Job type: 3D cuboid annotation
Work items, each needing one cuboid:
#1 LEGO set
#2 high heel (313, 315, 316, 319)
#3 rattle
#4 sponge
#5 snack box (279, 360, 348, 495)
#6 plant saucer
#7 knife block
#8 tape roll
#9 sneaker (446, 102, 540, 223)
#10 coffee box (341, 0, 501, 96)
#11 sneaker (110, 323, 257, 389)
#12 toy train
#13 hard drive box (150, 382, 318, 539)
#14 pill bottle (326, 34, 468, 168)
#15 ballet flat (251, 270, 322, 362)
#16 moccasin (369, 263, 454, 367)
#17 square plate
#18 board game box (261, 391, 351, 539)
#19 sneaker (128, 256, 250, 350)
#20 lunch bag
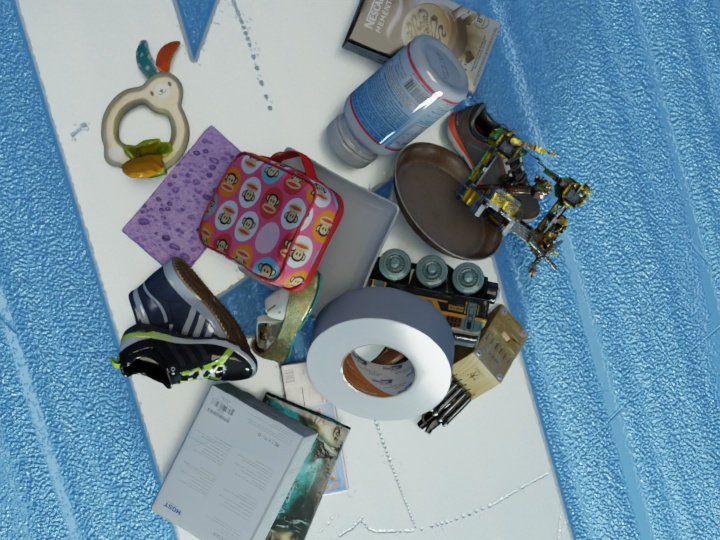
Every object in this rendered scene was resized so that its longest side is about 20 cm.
[{"bbox_3d":[0.237,-0.100,1.682,0.200,0.116,0.154,41,96,-22],"label":"LEGO set"},{"bbox_3d":[0.000,0.000,1.733,0.096,0.067,0.200,38,91,2],"label":"high heel"},{"bbox_3d":[-0.297,-0.231,1.656,0.130,0.143,0.200,21,94,10],"label":"rattle"},{"bbox_3d":[-0.238,-0.098,1.719,0.112,0.030,0.200,40,84,-8],"label":"sponge"},{"bbox_3d":[-0.068,0.231,1.754,0.072,0.024,0.200,-9,93,-7],"label":"snack box"},{"bbox_3d":[0.121,-0.094,1.721,0.200,0.032,0.200,24,46,-28],"label":"plant saucer"},{"bbox_3d":[0.144,0.154,1.775,0.064,0.175,0.200,49,39,-8],"label":"knife block"},{"bbox_3d":[0.029,0.117,1.646,0.200,0.066,0.201,5,131,6],"label":"tape roll"},{"bbox_3d":[0.206,-0.158,1.747,0.200,0.082,0.077,52,51,-6],"label":"sneaker"},{"bbox_3d":[0.087,-0.342,1.737,0.200,0.080,0.113,21,89,-9],"label":"coffee box"},{"bbox_3d":[-0.244,0.136,1.649,0.200,0.072,0.083,10,46,-4],"label":"sneaker"},{"bbox_3d":[0.094,0.040,1.685,0.200,0.085,0.114,11,77,2],"label":"toy train"},{"bbox_3d":[-0.177,0.282,1.677,0.156,0.077,0.200,28,93,13],"label":"hard drive box"},{"bbox_3d":[0.048,-0.232,1.680,0.200,0.109,0.109,-36,98,32],"label":"pill bottle"},{"bbox_3d":[-0.109,0.064,1.669,0.071,0.200,0.071,11,52,-14],"label":"ballet flat"},{"bbox_3d":[0.075,0.074,1.750,0.078,0.074,0.201,42,89,7],"label":"moccasin"},{"bbox_3d":[-0.059,-0.045,1.689,0.198,0.028,0.200,30,107,21],"label":"square plate"},{"bbox_3d":[-0.112,0.294,1.727,0.135,0.028,0.200,22,93,2],"label":"board game box"},{"bbox_3d":[-0.246,0.083,1.703,0.108,0.070,0.200,-31,112,11],"label":"sneaker"},{"bbox_3d":[-0.120,-0.082,1.628,0.082,0.200,0.176,20,97,-47],"label":"lunch bag"}]
